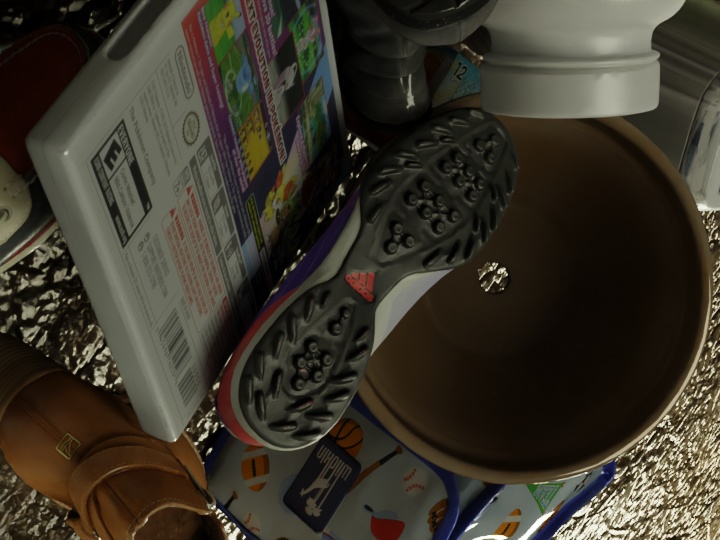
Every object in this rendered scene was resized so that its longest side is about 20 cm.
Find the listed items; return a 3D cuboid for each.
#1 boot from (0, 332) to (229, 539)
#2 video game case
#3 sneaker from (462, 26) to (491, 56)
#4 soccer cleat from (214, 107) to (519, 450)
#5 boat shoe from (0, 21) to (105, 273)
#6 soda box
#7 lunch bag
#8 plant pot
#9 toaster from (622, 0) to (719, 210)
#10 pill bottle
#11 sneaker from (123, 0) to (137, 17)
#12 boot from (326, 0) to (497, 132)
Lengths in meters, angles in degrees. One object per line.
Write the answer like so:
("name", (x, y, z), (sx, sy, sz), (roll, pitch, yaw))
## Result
("boot", (-0.105, 0.118, 0.734), (0.074, 0.154, 0.200), (-53, 143, -4))
("video game case", (-0.063, -0.050, 0.642), (0.183, 0.023, 0.200), (-59, 156, -31))
("sneaker", (0.080, -0.211, 0.781), (0.079, 0.078, 0.201), (-30, 134, -25))
("soccer cleat", (0.000, 0.000, 0.707), (0.068, 0.073, 0.200), (43, 70, -15))
("boat shoe", (-0.178, -0.027, 0.613), (0.200, 0.071, 0.063), (-49, 158, -1))
("soda box", (0.066, -0.074, 0.873), (0.069, 0.063, 0.200), (-58, 144, 2))
("lunch bag", (0.026, 0.108, 0.867), (0.200, 0.170, 0.124), (-39, 141, -23))
("plant pot", (0.078, 0.007, 0.789), (0.201, 0.200, 0.093), (-57, -175, -1))
("toaster", (0.215, -0.110, 0.966), (0.199, 0.129, 0.114), (-13, 124, -44))
("pill bottle", (0.097, -0.175, 0.678), (0.112, 0.112, 0.201), (-14, 108, -43))
("sneaker", (-0.084, -0.096, 0.662), (0.091, 0.066, 0.201), (-55, 159, -62))
("boot", (0.019, -0.118, 0.683), (0.069, 0.200, 0.132), (-15, 127, -8))
